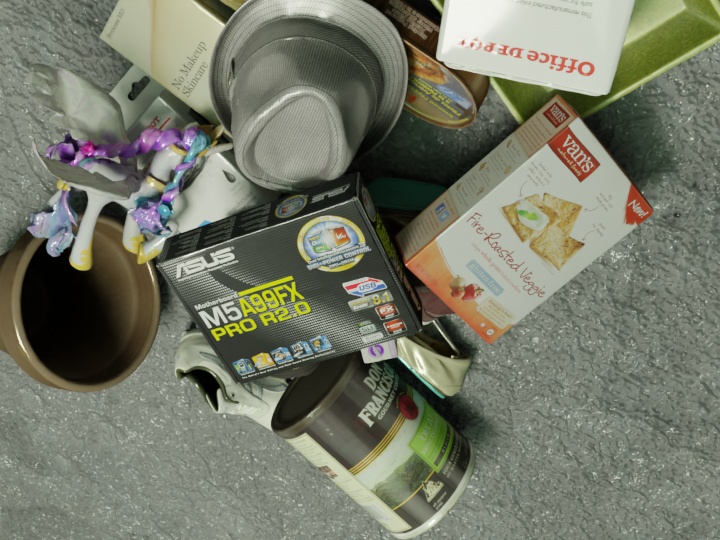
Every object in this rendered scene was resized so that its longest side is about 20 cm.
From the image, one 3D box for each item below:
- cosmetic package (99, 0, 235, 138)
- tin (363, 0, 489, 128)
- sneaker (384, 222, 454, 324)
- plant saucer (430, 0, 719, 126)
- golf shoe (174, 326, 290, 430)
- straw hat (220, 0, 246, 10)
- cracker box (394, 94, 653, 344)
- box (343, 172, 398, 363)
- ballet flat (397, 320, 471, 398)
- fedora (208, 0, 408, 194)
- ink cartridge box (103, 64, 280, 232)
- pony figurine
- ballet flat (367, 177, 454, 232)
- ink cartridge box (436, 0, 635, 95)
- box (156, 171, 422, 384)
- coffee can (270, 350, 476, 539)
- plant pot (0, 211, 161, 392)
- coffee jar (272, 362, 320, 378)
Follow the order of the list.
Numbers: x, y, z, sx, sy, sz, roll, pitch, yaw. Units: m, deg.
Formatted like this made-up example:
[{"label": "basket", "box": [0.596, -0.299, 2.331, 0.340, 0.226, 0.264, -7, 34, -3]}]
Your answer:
[{"label": "cosmetic package", "box": [-0.138, -0.212, 0.933, 0.199, 0.073, 0.104, 35, 127, -9]}, {"label": "tin", "box": [0.028, -0.203, 0.875, 0.199, 0.042, 0.112, 34, 160, -6]}, {"label": "sneaker", "box": [0.081, -0.006, 0.969, 0.114, 0.076, 0.200, -10, 159, 20]}, {"label": "plant saucer", "box": [0.181, -0.241, 0.827, 0.199, 0.048, 0.200, -29, 112, 31]}, {"label": "golf shoe", "box": [-0.150, 0.155, 1.176, 0.200, 0.098, 0.078, 41, 124, -14]}, {"label": "straw hat", "box": [-0.080, -0.320, 0.825, 0.200, 0.085, 0.202, 29, 144, 24]}, {"label": "cracker box", "box": [0.149, -0.042, 0.881, 0.200, 0.058, 0.134, -41, 121, 14]}, {"label": "box", "box": [0.000, 0.000, 0.987, 0.038, 0.042, 0.202, -11, 117, 7]}, {"label": "ballet flat", "box": [0.044, 0.063, 1.079, 0.199, 0.070, 0.069, 37, 126, -12]}, {"label": "fedora", "box": [-0.052, -0.138, 0.835, 0.175, 0.091, 0.200, 21, 140, -16]}, {"label": "ink cartridge box", "box": [-0.187, -0.122, 1.013, 0.200, 0.068, 0.116, 43, 125, -14]}, {"label": "pony figurine", "box": [-0.244, -0.091, 0.934, 0.192, 0.168, 0.200, 15, 132, -34]}, {"label": "ballet flat", "box": [0.100, -0.052, 0.980, 0.198, 0.068, 0.073, 4, 145, 15]}, {"label": "ink cartridge box", "box": [0.148, -0.255, 0.744, 0.143, 0.084, 0.202, 13, 126, 8]}, {"label": "box", "box": [-0.061, 0.013, 0.884, 0.198, 0.044, 0.161, -17, 125, 15]}, {"label": "coffee can", "box": [0.016, 0.192, 1.118, 0.200, 0.147, 0.146, 44, 125, -15]}, {"label": "plant pot", "box": [-0.363, 0.036, 1.120, 0.173, 0.200, 0.202, -1, 125, 38]}, {"label": "coffee jar", "box": [-0.096, 0.035, 1.032, 0.084, 0.105, 0.201, -7, 148, 9]}]
